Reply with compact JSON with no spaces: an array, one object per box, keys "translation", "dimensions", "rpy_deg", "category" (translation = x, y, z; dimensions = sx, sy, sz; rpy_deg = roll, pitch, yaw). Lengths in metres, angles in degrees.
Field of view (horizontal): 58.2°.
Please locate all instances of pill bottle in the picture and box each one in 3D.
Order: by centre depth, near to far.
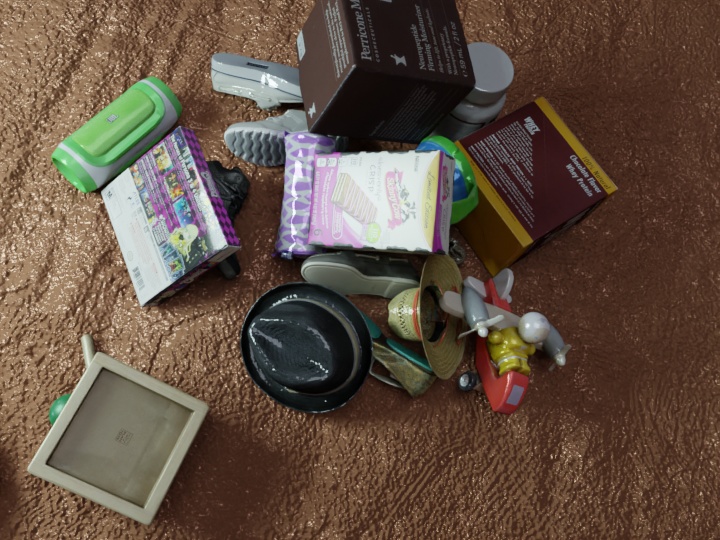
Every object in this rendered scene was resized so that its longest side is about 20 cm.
[{"translation":[0.170,-0.269,1.053],"dimensions":[0.109,0.200,0.110],"rpy_deg":[3,69,-9],"category":"pill bottle"}]

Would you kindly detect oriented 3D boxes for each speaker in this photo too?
[{"translation":[-0.374,-0.211,1.003],"dimensions":[0.088,0.088,0.200],"rpy_deg":[39,68,6],"category":"speaker"}]

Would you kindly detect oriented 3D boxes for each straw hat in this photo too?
[{"translation":[0.087,0.065,0.955],"dimensions":[0.085,0.201,0.202],"rpy_deg":[-3,65,27],"category":"straw hat"}]

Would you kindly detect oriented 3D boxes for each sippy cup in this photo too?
[{"translation":[0.088,-0.120,0.994],"dimensions":[0.130,0.178,0.140],"rpy_deg":[-29,90,-20],"category":"sippy cup"}]

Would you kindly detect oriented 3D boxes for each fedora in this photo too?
[{"translation":[-0.085,0.105,0.895],"dimensions":[0.200,0.092,0.201],"rpy_deg":[-1,84,11],"category":"fedora"}]

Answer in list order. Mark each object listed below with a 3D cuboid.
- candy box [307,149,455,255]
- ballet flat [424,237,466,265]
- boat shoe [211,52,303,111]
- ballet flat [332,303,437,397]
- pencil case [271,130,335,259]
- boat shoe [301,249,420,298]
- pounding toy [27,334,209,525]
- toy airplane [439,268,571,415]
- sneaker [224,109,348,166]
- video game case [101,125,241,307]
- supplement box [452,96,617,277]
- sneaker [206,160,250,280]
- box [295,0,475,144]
[{"translation":[0.026,-0.095,0.905],"dimensions":[0.200,0.061,0.137],"rpy_deg":[4,89,29],"category":"candy box"},{"translation":[0.078,-0.058,1.042],"dimensions":[0.200,0.046,0.068],"rpy_deg":[24,67,0],"category":"ballet flat"},{"translation":[-0.155,-0.305,1.086],"dimensions":[0.199,0.070,0.071],"rpy_deg":[13,38,0],"category":"boat shoe"},{"translation":[0.020,0.117,0.962],"dimensions":[0.200,0.071,0.071],"rpy_deg":[36,68,7],"category":"ballet flat"},{"translation":[-0.086,-0.112,0.993],"dimensions":[0.085,0.084,0.201],"rpy_deg":[5,86,28],"category":"pencil case"},{"translation":[0.000,0.000,0.985],"dimensions":[0.200,0.067,0.057],"rpy_deg":[11,49,-26],"category":"boat shoe"},{"translation":[-0.322,0.196,0.846],"dimensions":[0.200,0.142,0.184],"rpy_deg":[29,68,-10],"category":"pounding toy"},{"translation":[0.220,0.085,0.958],"dimensions":[0.200,0.141,0.199],"rpy_deg":[-31,92,-40],"category":"toy airplane"},{"translation":[-0.124,-0.225,1.069],"dimensions":[0.199,0.075,0.082],"rpy_deg":[-2,53,-15],"category":"sneaker"},{"translation":[-0.280,-0.076,0.939],"dimensions":[0.181,0.036,0.200],"rpy_deg":[-32,73,23],"category":"video game case"},{"translation":[0.257,-0.135,1.054],"dimensions":[0.200,0.133,0.197],"rpy_deg":[-30,77,-18],"category":"supplement box"},{"translation":[-0.207,-0.087,0.989],"dimensions":[0.114,0.076,0.200],"rpy_deg":[-24,70,-11],"category":"sneaker"},{"translation":[0.031,-0.303,0.952],"dimensions":[0.199,0.164,0.166],"rpy_deg":[-1,70,-28],"category":"box"}]
